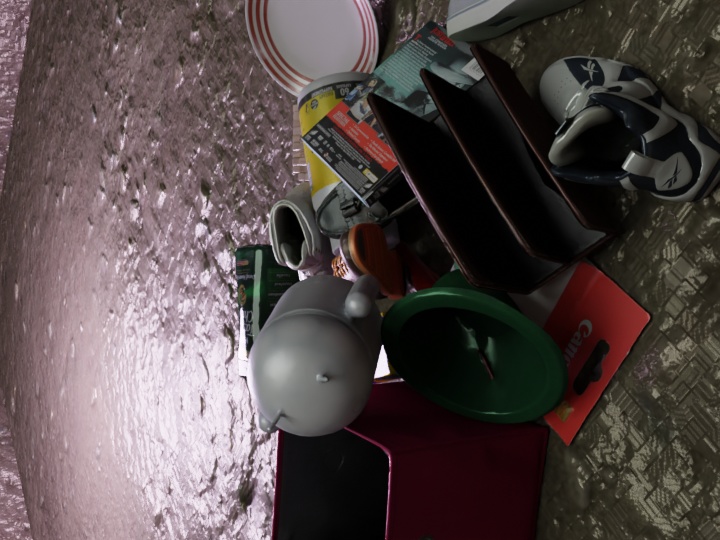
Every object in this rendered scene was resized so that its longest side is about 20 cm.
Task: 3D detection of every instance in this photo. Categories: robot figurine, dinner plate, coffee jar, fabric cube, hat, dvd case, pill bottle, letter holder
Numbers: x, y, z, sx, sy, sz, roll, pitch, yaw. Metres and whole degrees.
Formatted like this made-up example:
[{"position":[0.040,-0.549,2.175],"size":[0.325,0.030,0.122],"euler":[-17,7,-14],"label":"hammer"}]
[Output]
[{"position":[-0.039,0.077,0.748],"size":[0.170,0.112,0.200],"euler":[-56,5,19],"label":"robot figurine"},{"position":[-0.061,-0.312,1.040],"size":[0.198,0.024,0.202],"euler":[17,129,22],"label":"dinner plate"},{"position":[-0.131,0.064,1.168],"size":[0.104,0.085,0.202],"euler":[-4,87,55],"label":"coffee jar"},{"position":[0.044,0.234,0.819],"size":[0.199,0.198,0.198],"euler":[14,101,54],"label":"fabric cube"},{"position":[0.117,0.021,0.783],"size":[0.177,0.199,0.166],"euler":[-61,-5,-42],"label":"hat"},{"position":[0.044,-0.172,0.867],"size":[0.200,0.022,0.146],"euler":[-43,47,0],"label":"dvd case"},{"position":[-0.009,-0.123,0.968],"size":[0.111,0.110,0.202],"euler":[-26,70,52],"label":"pill bottle"},{"position":[0.109,-0.092,0.699],"size":[0.100,0.142,0.201],"euler":[-37,67,26],"label":"letter holder"}]

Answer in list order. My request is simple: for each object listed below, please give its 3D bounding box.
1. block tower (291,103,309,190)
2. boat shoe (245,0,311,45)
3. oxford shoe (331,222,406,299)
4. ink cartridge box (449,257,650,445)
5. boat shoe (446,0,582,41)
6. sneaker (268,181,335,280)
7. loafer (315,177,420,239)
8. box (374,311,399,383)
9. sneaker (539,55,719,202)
[{"position":[-0.057,-0.120,1.087],"size":[0.058,0.054,0.202],"euler":[9,99,55],"label":"block tower"},{"position":[-0.103,-0.350,1.150],"size":[0.200,0.073,0.066],"euler":[51,150,42],"label":"boat shoe"},{"position":[0.000,0.000,0.885],"size":[0.072,0.200,0.072],"euler":[-8,74,12],"label":"oxford shoe"},{"position":[0.160,0.043,0.782],"size":[0.200,0.050,0.162],"euler":[54,132,43],"label":"ink cartridge box"},{"position":[0.149,-0.278,0.773],"size":[0.200,0.069,0.072],"euler":[-4,90,58],"label":"boat shoe"},{"position":[-0.063,-0.001,1.002],"size":[0.073,0.116,0.202],"euler":[-14,102,19],"label":"sneaker"},{"position":[0.035,-0.090,0.860],"size":[0.198,0.063,0.072],"euler":[-24,88,16],"label":"loafer"},{"position":[0.015,0.096,0.949],"size":[0.200,0.064,0.071],"euler":[151,114,-63],"label":"box"},{"position":[0.188,-0.126,0.666],"size":[0.200,0.129,0.080],"euler":[57,132,37],"label":"sneaker"}]
